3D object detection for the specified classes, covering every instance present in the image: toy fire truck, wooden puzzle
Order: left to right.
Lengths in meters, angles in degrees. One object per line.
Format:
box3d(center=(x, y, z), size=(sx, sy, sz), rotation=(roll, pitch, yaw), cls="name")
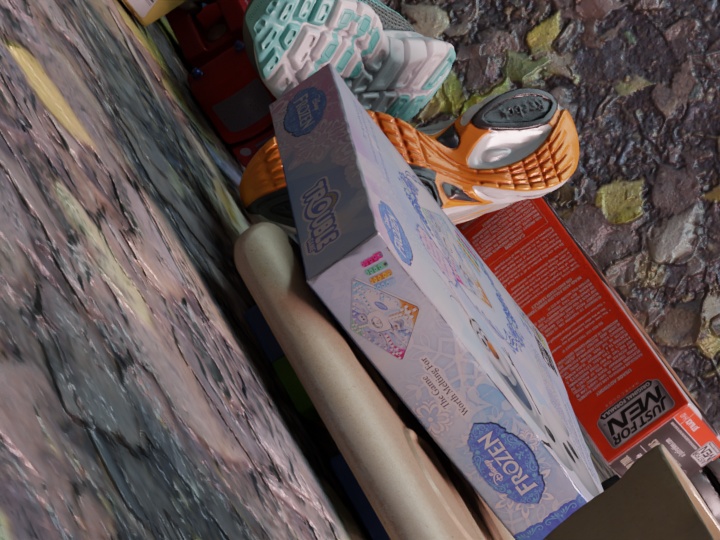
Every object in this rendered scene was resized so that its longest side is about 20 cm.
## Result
box3d(center=(-0.099, -0.160, 1.445), size=(0.141, 0.049, 0.200), rotation=(52, 10, -37), cls="toy fire truck")
box3d(center=(0.013, 0.080, 1.125), size=(0.185, 0.046, 0.200), rotation=(59, 10, 18), cls="wooden puzzle")

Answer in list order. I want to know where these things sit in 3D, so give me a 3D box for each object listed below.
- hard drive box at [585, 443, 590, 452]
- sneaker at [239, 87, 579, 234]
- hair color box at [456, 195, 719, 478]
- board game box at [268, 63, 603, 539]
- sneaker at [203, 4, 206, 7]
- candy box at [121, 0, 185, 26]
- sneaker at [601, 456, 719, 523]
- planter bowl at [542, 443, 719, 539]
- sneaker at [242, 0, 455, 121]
box3d(center=(0.062, 0.070, 1.442), size=(0.156, 0.077, 0.200), rotation=(58, 5, 2), cls="hard drive box")
box3d(center=(0.020, -0.046, 1.365), size=(0.092, 0.200, 0.076), rotation=(-36, -115, 61), cls="sneaker")
box3d(center=(0.126, 0.032, 1.438), size=(0.200, 0.061, 0.102), rotation=(57, 7, 27), cls="hair color box")
box3d(center=(0.036, 0.021, 1.168), size=(0.199, 0.043, 0.200), rotation=(52, 10, -25), cls="board game box")
box3d(center=(-0.035, -0.098, 1.529), size=(0.200, 0.076, 0.081), rotation=(63, 6, 33), cls="sneaker")
box3d(center=(-0.066, -0.236, 1.363), size=(0.056, 0.200, 0.117), rotation=(50, 10, -52), cls="candy box")
box3d(center=(0.182, 0.147, 1.476), size=(0.071, 0.099, 0.200), rotation=(56, 8, -4), cls="sneaker")
box3d(center=(0.095, 0.176, 0.798), size=(0.200, 0.135, 0.200), rotation=(56, 6, -9), cls="planter bowl")
box3d(center=(-0.026, -0.136, 1.410), size=(0.091, 0.078, 0.200), rotation=(42, 10, 22), cls="sneaker")
